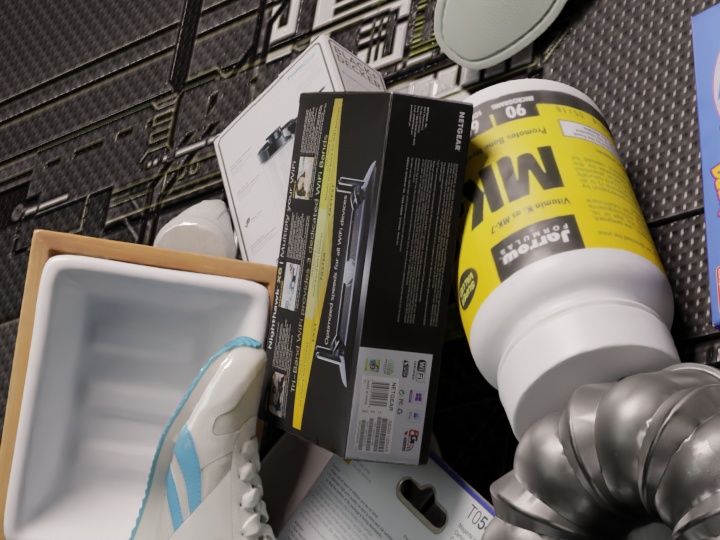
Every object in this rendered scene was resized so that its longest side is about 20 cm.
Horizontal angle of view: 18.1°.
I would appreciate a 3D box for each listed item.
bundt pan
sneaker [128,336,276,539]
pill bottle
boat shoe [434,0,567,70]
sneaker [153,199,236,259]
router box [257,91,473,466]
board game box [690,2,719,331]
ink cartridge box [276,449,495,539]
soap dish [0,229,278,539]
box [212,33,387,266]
[{"bbox_3d":[0.137,0.141,1.086,0.201,0.076,0.203,-8,77,38],"label":"bundt pan"},{"bbox_3d":[-0.084,0.137,1.314,0.077,0.080,0.201,-18,-54,-80],"label":"sneaker"},{"bbox_3d":[0.106,0.000,1.234,0.114,0.114,0.201,-41,41,25],"label":"pill bottle"},{"bbox_3d":[0.119,-0.209,1.404,0.200,0.076,0.060,-48,-1,32],"label":"boat shoe"},{"bbox_3d":[-0.115,0.048,1.498,0.089,0.075,0.201,-67,-5,-69],"label":"sneaker"},{"bbox_3d":[0.000,0.000,1.278,0.157,0.052,0.201,-166,83,-69],"label":"router box"},{"bbox_3d":[0.243,-0.072,1.175,0.134,0.045,0.201,-27,48,38],"label":"board game box"},{"bbox_3d":[0.007,0.199,1.280,0.200,0.043,0.196,-55,35,4],"label":"ink cartridge box"},{"bbox_3d":[-0.138,0.080,1.389,0.081,0.156,0.201,-126,45,-76],"label":"soap dish"},{"bbox_3d":[-0.023,-0.044,1.461,0.117,0.060,0.201,-43,40,23],"label":"box"}]
